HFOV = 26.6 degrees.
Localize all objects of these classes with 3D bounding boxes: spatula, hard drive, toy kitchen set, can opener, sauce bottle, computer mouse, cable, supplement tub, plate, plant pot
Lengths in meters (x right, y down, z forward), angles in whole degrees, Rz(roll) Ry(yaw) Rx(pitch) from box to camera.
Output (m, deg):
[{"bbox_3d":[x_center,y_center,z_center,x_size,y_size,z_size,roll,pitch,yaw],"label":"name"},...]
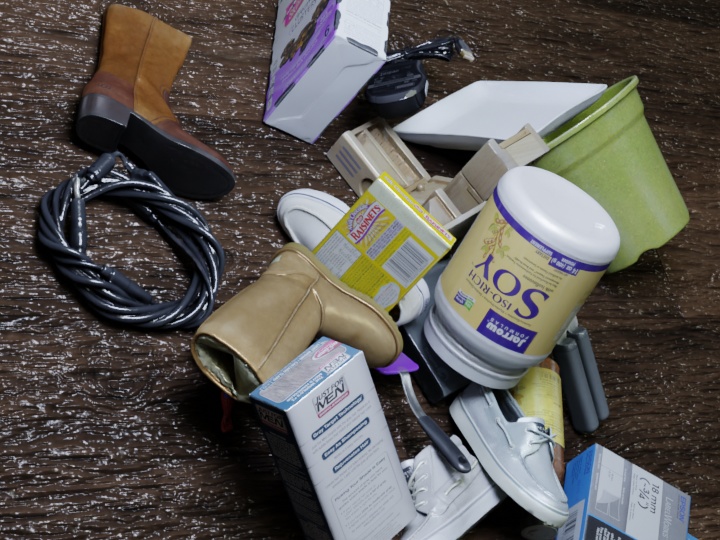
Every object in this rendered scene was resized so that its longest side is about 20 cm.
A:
[{"bbox_3d":[0.060,0.139,1.582,0.056,0.021,0.201,-4,44,-36],"label":"spatula"},{"bbox_3d":[0.115,0.056,1.717,0.199,0.033,0.140,-21,74,-42],"label":"hard drive"},{"bbox_3d":[0.060,-0.114,1.678,0.181,0.200,0.163,51,45,8],"label":"toy kitchen set"},{"bbox_3d":[0.231,0.087,1.728,0.052,0.066,0.202,-35,110,-42],"label":"can opener"},{"bbox_3d":[0.190,0.191,1.652,0.065,0.066,0.202,20,52,-23],"label":"sauce bottle"},{"bbox_3d":[0.071,-0.223,1.792,0.139,0.047,0.200,-13,23,1],"label":"computer mouse"},{"bbox_3d":[-0.225,-0.022,1.519,0.200,0.051,0.163,49,46,3],"label":"cable"},{"bbox_3d":[0.166,0.009,1.600,0.144,0.201,0.146,24,27,-13],"label":"supplement tub"},{"bbox_3d":[0.170,-0.185,1.845,0.199,0.198,0.033,-33,121,-44],"label":"plate"},{"bbox_3d":[0.304,-0.106,1.871,0.185,0.200,0.200,55,45,-4],"label":"plant pot"}]

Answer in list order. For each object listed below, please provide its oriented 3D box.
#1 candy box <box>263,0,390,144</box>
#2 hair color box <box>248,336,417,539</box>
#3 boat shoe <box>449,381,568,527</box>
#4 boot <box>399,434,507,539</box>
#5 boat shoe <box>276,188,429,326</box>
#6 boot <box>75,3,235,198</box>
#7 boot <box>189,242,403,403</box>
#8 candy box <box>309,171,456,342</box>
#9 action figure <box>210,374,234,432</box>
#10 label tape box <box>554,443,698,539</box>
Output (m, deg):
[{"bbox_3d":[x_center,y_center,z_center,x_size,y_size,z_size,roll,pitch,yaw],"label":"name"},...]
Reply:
[{"bbox_3d":[-0.036,-0.277,1.746,0.071,0.168,0.202,22,49,-22],"label":"candy box"},{"bbox_3d":[-0.023,0.175,1.428,0.100,0.060,0.202,-36,124,-29],"label":"hair color box"},{"bbox_3d":[0.164,0.180,1.587,0.070,0.072,0.201,23,21,-42],"label":"boat shoe"},{"bbox_3d":[0.063,0.239,1.538,0.096,0.074,0.199,48,37,11],"label":"boot"},{"bbox_3d":[-0.019,-0.011,1.622,0.200,0.071,0.070,42,33,11],"label":"boat shoe"},{"bbox_3d":[-0.210,-0.183,1.651,0.186,0.069,0.201,20,42,-14],"label":"boot"},{"bbox_3d":[-0.059,0.076,1.486,0.174,0.066,0.200,38,34,-1],"label":"boot"},{"bbox_3d":[0.000,0.000,1.558,0.102,0.200,0.026,44,33,0],"label":"candy box"},{"bbox_3d":[-0.094,0.139,1.488,0.200,0.065,0.099,44,36,-2],"label":"action figure"},{"bbox_3d":[0.312,0.301,1.664,0.199,0.063,0.145,30,48,-14],"label":"label tape box"}]
